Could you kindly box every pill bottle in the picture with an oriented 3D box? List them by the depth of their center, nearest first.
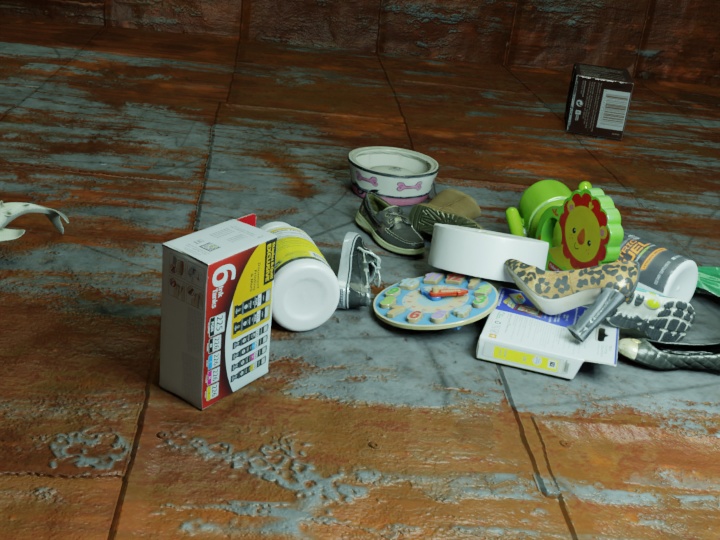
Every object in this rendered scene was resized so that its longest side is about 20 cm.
[{"bbox_3d":[-0.110,0.001,1.439,0.111,0.114,0.200,-2,24,-18],"label":"pill bottle"},{"bbox_3d":[0.472,-0.004,1.615,0.105,0.108,0.199,-13,30,-38],"label":"pill bottle"}]

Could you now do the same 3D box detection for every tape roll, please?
[{"bbox_3d":[0.216,-0.029,1.574,0.199,0.072,0.202,8,5,-1],"label":"tape roll"}]

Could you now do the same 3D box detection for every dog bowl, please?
[{"bbox_3d":[0.066,-0.201,1.988,0.197,0.075,0.201,5,23,-2],"label":"dog bowl"}]

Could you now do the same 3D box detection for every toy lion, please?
[{"bbox_3d":[0.368,-0.053,1.588,0.068,0.195,0.200,-4,25,-23],"label":"toy lion"}]

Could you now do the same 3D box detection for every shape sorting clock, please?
[{"bbox_3d":[0.117,0.045,1.459,0.196,0.040,0.200,-4,18,1],"label":"shape sorting clock"}]

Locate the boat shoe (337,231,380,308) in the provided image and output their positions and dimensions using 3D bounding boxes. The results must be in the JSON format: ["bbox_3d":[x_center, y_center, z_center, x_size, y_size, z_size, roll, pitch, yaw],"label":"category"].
[{"bbox_3d":[0.000,-0.002,1.521,0.067,0.075,0.200,3,24,3],"label":"boat shoe"}]

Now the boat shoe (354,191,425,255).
[{"bbox_3d":[0.054,-0.090,1.744,0.071,0.067,0.201,-7,27,-30],"label":"boat shoe"}]

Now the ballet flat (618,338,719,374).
[{"bbox_3d":[0.482,0.118,1.403,0.196,0.058,0.067,5,23,-3],"label":"ballet flat"}]

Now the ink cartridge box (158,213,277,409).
[{"bbox_3d":[-0.170,0.046,1.207,0.083,0.203,0.175,21,28,29],"label":"ink cartridge box"}]

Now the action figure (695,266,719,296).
[{"bbox_3d":[0.586,0.019,1.659,0.197,0.056,0.118,11,25,26],"label":"action figure"}]

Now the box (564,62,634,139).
[{"bbox_3d":[0.685,-0.491,2.688,0.161,0.169,0.200,9,23,7],"label":"box"}]

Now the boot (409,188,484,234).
[{"bbox_3d":[0.199,-0.101,1.809,0.174,0.067,0.200,31,23,15],"label":"boot"}]

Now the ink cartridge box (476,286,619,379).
[{"bbox_3d":[0.290,0.097,1.419,0.197,0.048,0.198,15,24,12],"label":"ink cartridge box"}]

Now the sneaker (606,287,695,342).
[{"bbox_3d":[0.444,0.055,1.457,0.198,0.078,0.080,20,19,-26],"label":"sneaker"}]

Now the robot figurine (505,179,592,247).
[{"bbox_3d":[0.370,-0.100,1.788,0.173,0.117,0.201,-17,26,4],"label":"robot figurine"}]

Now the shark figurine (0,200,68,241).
[{"bbox_3d":[-0.585,-0.065,1.513,0.128,0.090,0.214,44,39,1],"label":"shark figurine"}]

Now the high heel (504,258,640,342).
[{"bbox_3d":[0.320,0.003,1.411,0.200,0.143,0.071,44,-2,42],"label":"high heel"}]
